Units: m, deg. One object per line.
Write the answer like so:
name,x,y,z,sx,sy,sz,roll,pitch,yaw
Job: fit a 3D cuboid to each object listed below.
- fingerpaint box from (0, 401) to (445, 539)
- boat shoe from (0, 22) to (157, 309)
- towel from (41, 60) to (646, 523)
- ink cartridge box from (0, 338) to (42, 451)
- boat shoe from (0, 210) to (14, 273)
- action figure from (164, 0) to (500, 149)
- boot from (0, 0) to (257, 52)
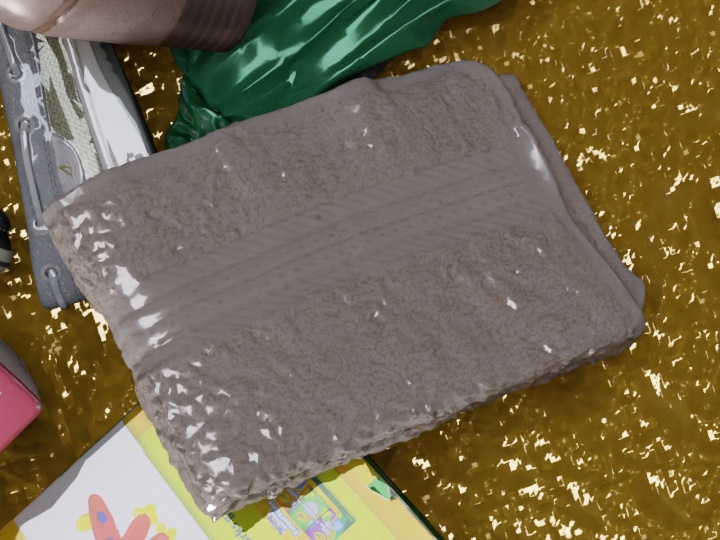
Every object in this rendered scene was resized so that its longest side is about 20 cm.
fingerpaint box,-0.037,0.148,0.901,0.167,0.073,0.200,-43,80,-2
boat shoe,-0.130,-0.086,0.938,0.065,0.074,0.202,-24,89,-2
towel,0.000,0.000,0.888,0.200,0.034,0.133,-21,71,-27
ink cartridge box,-0.239,0.065,0.899,0.200,0.083,0.147,-45,110,-2
boat shoe,-0.195,-0.081,0.943,0.062,0.075,0.200,-41,77,6
action figure,-0.004,-0.114,0.939,0.200,0.055,0.118,-43,83,6
boot,-0.096,-0.173,0.894,0.146,0.070,0.200,23,55,-25
